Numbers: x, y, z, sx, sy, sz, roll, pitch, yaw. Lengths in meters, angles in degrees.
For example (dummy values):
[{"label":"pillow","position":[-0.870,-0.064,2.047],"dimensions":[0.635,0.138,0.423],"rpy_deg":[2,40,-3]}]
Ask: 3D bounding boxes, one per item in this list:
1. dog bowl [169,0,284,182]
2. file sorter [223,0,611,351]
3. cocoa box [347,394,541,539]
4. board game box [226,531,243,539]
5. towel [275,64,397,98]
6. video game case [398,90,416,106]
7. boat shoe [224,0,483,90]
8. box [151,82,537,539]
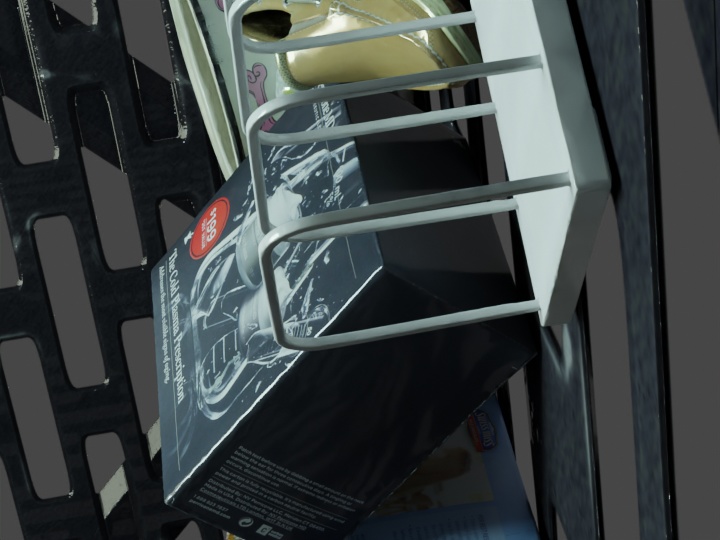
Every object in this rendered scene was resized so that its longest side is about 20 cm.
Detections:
[{"label":"dog bowl","position":[-0.082,-0.151,1.189],"dimensions":[0.200,0.073,0.201],"rpy_deg":[162,90,-81]},{"label":"file sorter","position":[0.011,-0.086,0.644],"dimensions":[0.139,0.124,0.201],"rpy_deg":[88,172,-68]},{"label":"cocoa box","position":[0.032,0.166,0.961],"dimensions":[0.200,0.133,0.132],"rpy_deg":[-103,5,-56]},{"label":"board game box","position":[-0.005,0.221,1.263],"dimensions":[0.152,0.199,0.047],"rpy_deg":[-115,15,-83]},{"label":"towel","position":[-0.009,-0.167,1.091],"dimensions":[0.200,0.048,0.172],"rpy_deg":[46,-134,-72]},{"label":"video game case","position":[0.027,-0.122,1.313],"dimensions":[0.182,0.023,0.201],"rpy_deg":[-103,4,-55]},{"label":"boat shoe","position":[-0.009,-0.120,0.849],"dimensions":[0.072,0.076,0.200],"rpy_deg":[57,166,-29]},{"label":"box","position":[-0.019,0.019,0.882],"dimensions":[0.104,0.182,0.200],"rpy_deg":[30,-153,-28]}]
